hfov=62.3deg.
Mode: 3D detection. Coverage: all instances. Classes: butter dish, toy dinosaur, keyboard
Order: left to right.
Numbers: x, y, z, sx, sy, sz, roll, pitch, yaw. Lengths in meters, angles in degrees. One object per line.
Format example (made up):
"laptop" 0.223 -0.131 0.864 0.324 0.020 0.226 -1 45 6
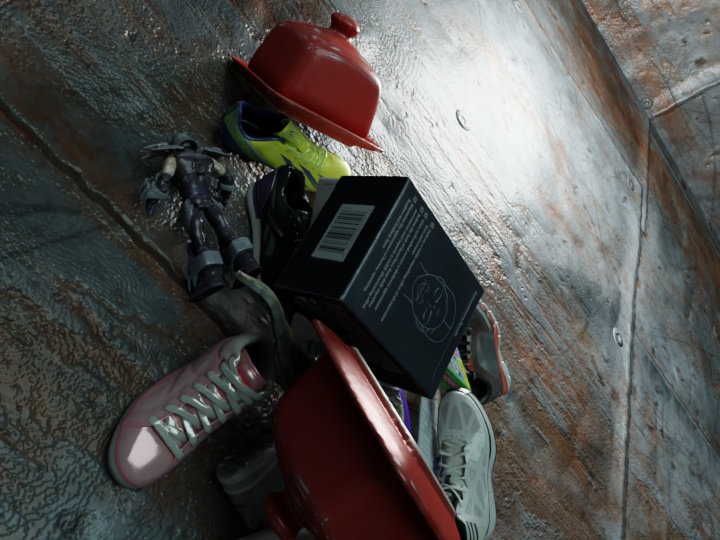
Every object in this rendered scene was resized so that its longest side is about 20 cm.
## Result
"toy dinosaur" -0.072 0.081 0.625 0.088 0.047 0.204 -49 125 -65
"butter dish" -0.050 -0.279 0.821 0.198 0.150 0.200 17 19 -39
"butter dish" -0.018 0.186 0.538 0.200 0.146 0.202 51 -8 48
"keyboard" 0.096 0.176 0.837 0.203 0.010 0.057 -81 151 -41

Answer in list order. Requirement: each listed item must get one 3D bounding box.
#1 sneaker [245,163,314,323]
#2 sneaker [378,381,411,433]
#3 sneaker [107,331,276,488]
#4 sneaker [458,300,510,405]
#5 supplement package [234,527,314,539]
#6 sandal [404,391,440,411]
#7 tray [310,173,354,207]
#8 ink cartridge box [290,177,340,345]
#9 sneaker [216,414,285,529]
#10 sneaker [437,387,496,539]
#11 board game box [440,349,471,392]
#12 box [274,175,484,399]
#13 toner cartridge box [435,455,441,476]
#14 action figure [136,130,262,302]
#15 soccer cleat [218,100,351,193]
"sneaker" -0.090 -0.036 0.757 0.075 0.087 0.204 -4 75 -47
"sneaker" 0.037 0.227 0.758 0.099 0.068 0.205 -25 119 -62
"sneaker" -0.158 0.129 0.600 0.076 0.104 0.200 58 42 -13
"sneaker" 0.183 0.130 0.973 0.081 0.077 0.203 -27 98 -32
"supplement package" -0.036 0.325 0.623 0.198 0.119 0.124 2 71 -45
"sandal" 0.056 0.150 0.838 0.210 0.069 0.079 25 55 -37
"tray" -0.028 -0.051 0.870 0.098 0.037 0.204 22 58 -39
"ink cartridge box" 0.000 0.000 0.760 0.144 0.084 0.204 13 89 -49
"sneaker" -0.077 0.209 0.686 0.199 0.074 0.084 -27 108 -44
"sneaker" 0.128 0.259 0.762 0.115 0.074 0.205 2 79 -63
"board game box" 0.096 0.068 0.856 0.134 0.029 0.203 43 26 -46
"box" 0.029 0.019 0.654 0.200 0.106 0.150 49 62 -38
"toner cartridge box" 0.111 0.367 0.816 0.095 0.043 0.201 49 44 -17
"action figure" -0.189 -0.073 0.692 0.129 0.069 0.204 -13 78 -41
"soccer cleat" -0.092 -0.163 0.798 0.197 0.083 0.066 20 57 -26
